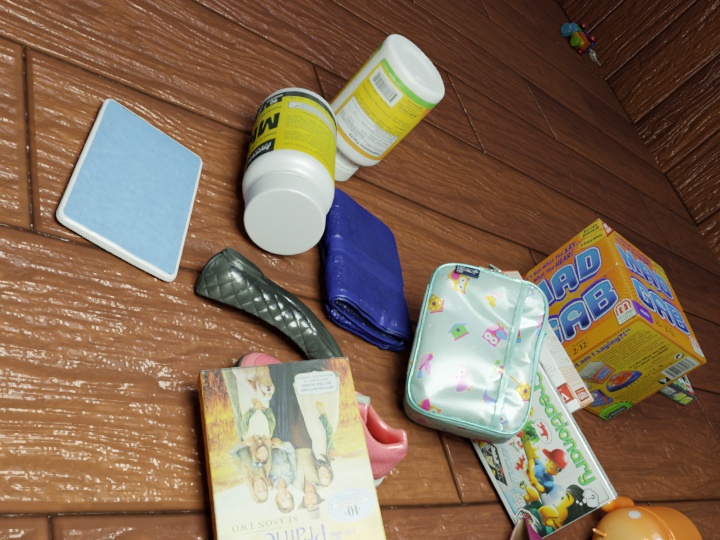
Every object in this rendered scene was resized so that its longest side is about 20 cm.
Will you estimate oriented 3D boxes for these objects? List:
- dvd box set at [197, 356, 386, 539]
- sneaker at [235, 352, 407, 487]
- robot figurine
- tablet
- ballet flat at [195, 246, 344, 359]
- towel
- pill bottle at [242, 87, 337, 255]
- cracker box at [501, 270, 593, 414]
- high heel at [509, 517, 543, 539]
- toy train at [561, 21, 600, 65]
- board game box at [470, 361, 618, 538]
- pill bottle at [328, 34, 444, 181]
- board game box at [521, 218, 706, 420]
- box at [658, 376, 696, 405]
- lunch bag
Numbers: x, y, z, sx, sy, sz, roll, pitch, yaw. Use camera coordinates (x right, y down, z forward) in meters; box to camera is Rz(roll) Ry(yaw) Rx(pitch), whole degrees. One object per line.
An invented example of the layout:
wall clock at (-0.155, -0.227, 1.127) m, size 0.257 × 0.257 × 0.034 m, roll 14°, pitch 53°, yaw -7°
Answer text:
dvd box set at (-0.060, 0.178, 0.647) m, size 0.142 × 0.030 × 0.204 m, roll -2°, pitch 59°, yaw -18°
sneaker at (-0.033, 0.135, 0.743) m, size 0.199 × 0.087 × 0.074 m, roll 39°, pitch 32°, yaw -17°
robot figurine at (0.384, 0.376, 0.999) m, size 0.197 × 0.115 × 0.148 m, roll 17°, pitch 68°, yaw -42°
tablet at (-0.234, -0.088, 0.787) m, size 0.129 × 0.014 × 0.203 m, roll 32°, pitch 37°, yaw -28°
ballet flat at (-0.090, 0.051, 0.809) m, size 0.199 × 0.057 × 0.067 m, roll 41°, pitch 4°, yaw -24°
towel at (0.000, 0.000, 0.969) m, size 0.147 × 0.049 × 0.203 m, roll 36°, pitch 33°, yaw -36°
pill bottle at (-0.085, -0.122, 0.916) m, size 0.113 × 0.114 × 0.203 m, roll 32°, pitch 35°, yaw -26°
cracker box at (0.202, 0.122, 1.011) m, size 0.057 × 0.133 × 0.203 m, roll -2°, pitch 58°, yaw -53°
high heel at (0.159, 0.334, 0.801) m, size 0.199 × 0.066 × 0.098 m, roll 14°, pitch 55°, yaw -65°
toy train at (0.886, -0.908, 3.009) m, size 0.114 × 0.085 × 0.204 m, roll -4°, pitch 60°, yaw -41°
board game box at (0.210, 0.216, 0.931) m, size 0.203 × 0.125 × 0.034 m, roll 62°, pitch 17°, yaw 19°
pill bottle at (0.015, -0.222, 1.064) m, size 0.110 × 0.199 × 0.113 m, roll 31°, pitch 36°, yaw -26°
board game box at (0.399, 0.086, 1.238) m, size 0.197 × 0.199 × 0.203 m, roll 27°, pitch 38°, yaw -32°
box at (0.611, 0.198, 1.551) m, size 0.197 × 0.035 × 0.112 m, roll 27°, pitch 39°, yaw -34°
lunch bag at (0.141, 0.094, 0.897) m, size 0.156 × 0.077 × 0.205 m, roll 14°, pitch 70°, yaw 8°
